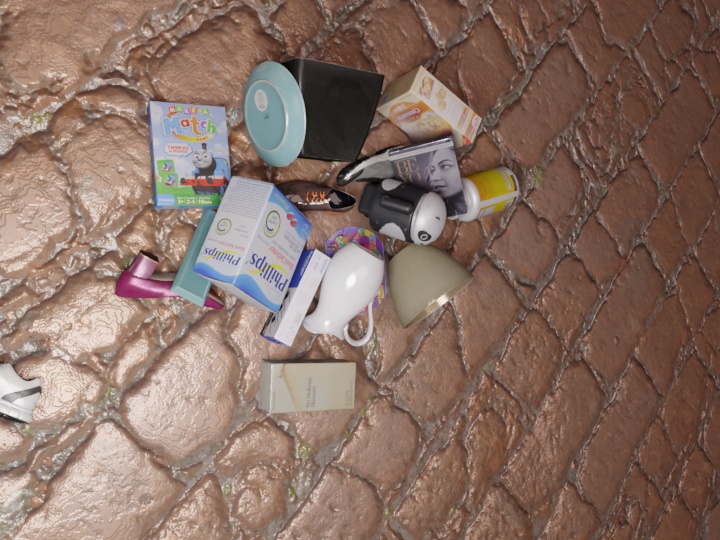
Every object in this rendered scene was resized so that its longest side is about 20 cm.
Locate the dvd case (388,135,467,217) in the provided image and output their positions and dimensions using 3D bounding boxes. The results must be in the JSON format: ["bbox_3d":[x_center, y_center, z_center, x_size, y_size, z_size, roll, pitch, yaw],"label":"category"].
[{"bbox_3d":[0.159,-0.202,1.348,0.016,0.146,0.202,-83,158,-52],"label":"dvd case"}]

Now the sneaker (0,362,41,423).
[{"bbox_3d":[-0.629,0.182,0.963,0.199,0.073,0.081,34,58,-29],"label":"sneaker"}]

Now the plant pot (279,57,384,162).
[{"bbox_3d":[-0.085,-0.323,1.222,0.197,0.199,0.181,-1,100,-29],"label":"plant pot"}]

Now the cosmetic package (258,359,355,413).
[{"bbox_3d":[-0.112,0.244,1.243,0.197,0.073,0.106,3,87,-30],"label":"cosmetic package"}]

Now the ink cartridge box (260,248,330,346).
[{"bbox_3d":[-0.137,0.056,1.223,0.044,0.094,0.203,31,74,-24],"label":"ink cartridge box"}]

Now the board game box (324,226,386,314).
[{"bbox_3d":[0.000,0.000,1.332,0.155,0.039,0.204,-4,91,-29],"label":"board game box"}]

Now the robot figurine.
[{"bbox_3d":[0.095,-0.130,1.308,0.150,0.197,0.127,-46,149,-48],"label":"robot figurine"}]

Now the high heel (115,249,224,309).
[{"bbox_3d":[-0.365,0.046,1.126,0.199,0.067,0.097,34,96,-26],"label":"high heel"}]

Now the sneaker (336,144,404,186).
[{"bbox_3d":[0.033,-0.229,1.344,0.198,0.074,0.081,-26,106,-28],"label":"sneaker"}]

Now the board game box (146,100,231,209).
[{"bbox_3d":[-0.334,-0.224,1.147,0.149,0.036,0.204,-4,84,-29],"label":"board game box"}]

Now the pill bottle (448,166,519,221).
[{"bbox_3d":[0.297,-0.190,1.470,0.197,0.109,0.111,-19,97,-29],"label":"pill bottle"}]

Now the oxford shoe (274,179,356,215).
[{"bbox_3d":[-0.101,-0.163,1.263,0.197,0.072,0.073,1,88,-29],"label":"oxford shoe"}]

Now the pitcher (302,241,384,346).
[{"bbox_3d":[-0.014,0.056,1.249,0.170,0.121,0.202,26,98,-31],"label":"pitcher"}]

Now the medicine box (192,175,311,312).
[{"bbox_3d":[-0.203,-0.046,1.135,0.182,0.101,0.203,46,60,-62],"label":"medicine box"}]

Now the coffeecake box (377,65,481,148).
[{"bbox_3d":[0.160,-0.369,1.373,0.198,0.153,0.074,32,74,-24],"label":"coffeecake box"}]

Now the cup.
[{"bbox_3d":[0.142,0.017,1.345,0.198,0.201,0.144,-28,76,-27],"label":"cup"}]

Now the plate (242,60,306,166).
[{"bbox_3d":[-0.180,-0.306,1.152,0.025,0.198,0.204,-21,98,-42],"label":"plate"}]

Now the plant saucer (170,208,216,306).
[{"bbox_3d":[-0.302,-0.032,1.134,0.069,0.019,0.203,31,53,-26],"label":"plant saucer"}]
